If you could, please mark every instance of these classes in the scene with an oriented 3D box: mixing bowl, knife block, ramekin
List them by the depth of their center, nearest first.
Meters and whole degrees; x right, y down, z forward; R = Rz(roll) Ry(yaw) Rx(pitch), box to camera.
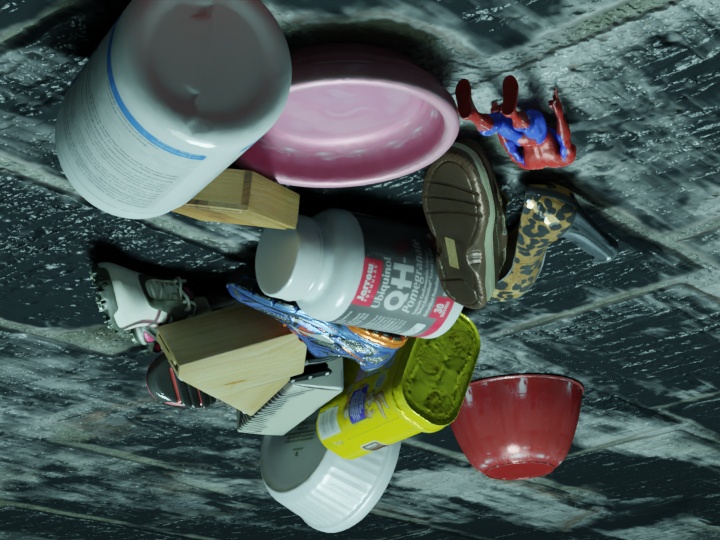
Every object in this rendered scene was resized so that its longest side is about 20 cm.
[{"bbox_3d":[-0.098,0.065,1.707,0.176,0.064,0.200,-45,141,9],"label":"knife block"},{"bbox_3d":[-0.046,0.225,2.027,0.094,0.204,0.202,26,146,-32],"label":"ramekin"},{"bbox_3d":[0.212,0.223,2.171,0.198,0.109,0.200,-2,159,-1],"label":"mixing bowl"}]

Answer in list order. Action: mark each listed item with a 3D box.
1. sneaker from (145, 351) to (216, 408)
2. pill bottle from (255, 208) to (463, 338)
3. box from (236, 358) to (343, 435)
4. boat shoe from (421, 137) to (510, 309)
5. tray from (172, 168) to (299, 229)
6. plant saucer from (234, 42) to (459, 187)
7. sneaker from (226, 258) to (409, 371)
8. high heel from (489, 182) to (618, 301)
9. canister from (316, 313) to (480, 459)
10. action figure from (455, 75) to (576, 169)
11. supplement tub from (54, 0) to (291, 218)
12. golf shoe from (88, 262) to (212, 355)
[{"bbox_3d":[-0.188,0.109,1.794,0.086,0.075,0.200,-3,-170,33],"label":"sneaker"},{"bbox_3d":[0.000,0.000,1.561,0.199,0.112,0.110,11,155,-34],"label":"pill bottle"},{"bbox_3d":[-0.089,0.137,1.941,0.068,0.083,0.200,7,155,-22],"label":"box"},{"bbox_3d":[0.105,-0.057,1.491,0.074,0.075,0.203,25,145,23],"label":"boat shoe"},{"bbox_3d":[-0.121,-0.063,1.378,0.098,0.037,0.200,6,177,9],"label":"tray"},{"bbox_3d":[-0.019,-0.131,1.310,0.198,0.051,0.201,-4,159,-1],"label":"plant saucer"},{"bbox_3d":[-0.050,0.052,1.652,0.199,0.076,0.079,24,127,1],"label":"sneaker"},{"bbox_3d":[0.140,-0.033,1.580,0.199,0.072,0.142,-17,145,33],"label":"high heel"},{"bbox_3d":[0.041,0.136,1.870,0.086,0.149,0.200,34,147,-19],"label":"canister"},{"bbox_3d":[0.143,-0.123,1.358,0.065,0.052,0.200,-6,164,23],"label":"action figure"},{"bbox_3d":[-0.143,-0.124,1.169,0.131,0.133,0.200,7,164,-24],"label":"supplement tub"},{"bbox_3d":[-0.225,0.026,1.671,0.087,0.078,0.200,-22,162,6],"label":"golf shoe"}]
